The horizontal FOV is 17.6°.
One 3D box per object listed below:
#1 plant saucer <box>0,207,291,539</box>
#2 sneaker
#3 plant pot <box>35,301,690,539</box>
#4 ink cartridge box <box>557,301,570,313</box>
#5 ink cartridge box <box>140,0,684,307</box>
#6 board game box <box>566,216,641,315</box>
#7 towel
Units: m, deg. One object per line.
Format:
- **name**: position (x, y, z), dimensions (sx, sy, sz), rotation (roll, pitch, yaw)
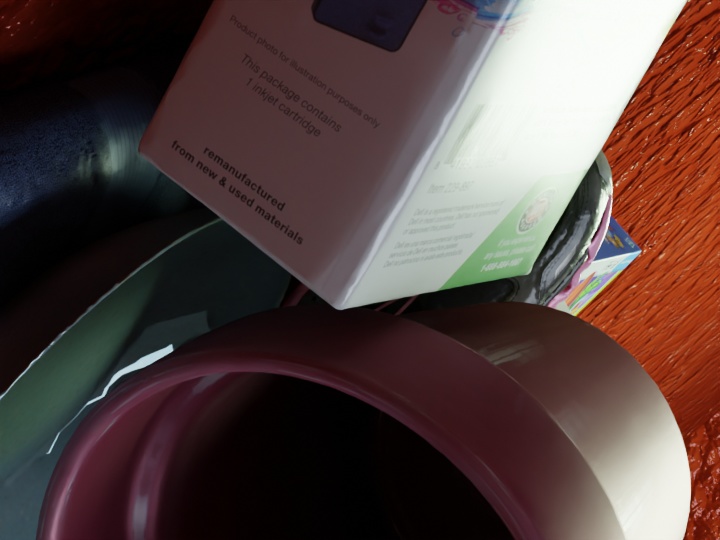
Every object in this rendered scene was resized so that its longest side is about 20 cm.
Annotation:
- **plant saucer**: position (-0.102, 0.045, 0.779), dimensions (0.201, 0.039, 0.201), rotation (-46, 166, -14)
- **sneaker**: position (0.000, 0.000, 0.878), dimensions (0.200, 0.079, 0.095), rotation (-28, 158, 13)
- **plant pot**: position (0.021, 0.094, 0.790), dimensions (0.200, 0.200, 0.179), rotation (-49, 168, 32)
- **ink cartridge box**: position (-0.005, 0.064, 1.124), dimensions (0.200, 0.088, 0.145), rotation (-31, 170, 24)
- **ink cartridge box**: position (0.041, -0.098, 0.716), dimensions (0.200, 0.087, 0.145), rotation (-59, 159, 19)
- **board game box**: position (0.071, 0.024, 1.362), dimensions (0.134, 0.045, 0.200), rotation (-46, 164, 24)
- **towel**: position (-0.094, -0.030, 0.782), dimensions (0.200, 0.049, 0.112), rotation (-25, 160, -43)
